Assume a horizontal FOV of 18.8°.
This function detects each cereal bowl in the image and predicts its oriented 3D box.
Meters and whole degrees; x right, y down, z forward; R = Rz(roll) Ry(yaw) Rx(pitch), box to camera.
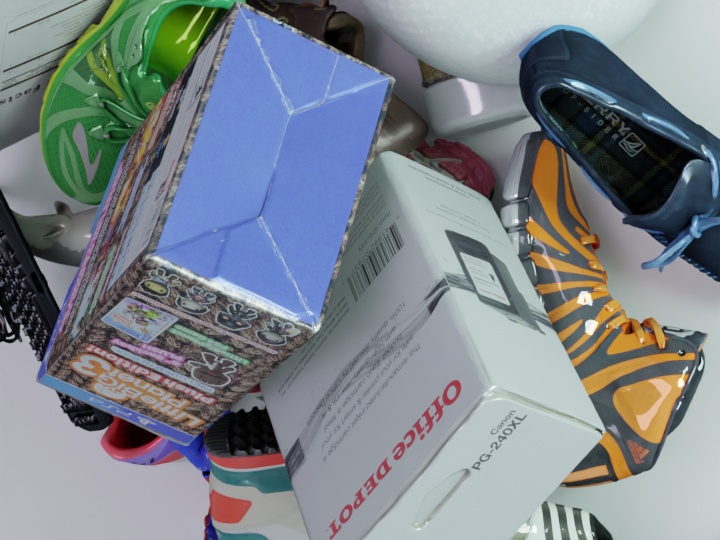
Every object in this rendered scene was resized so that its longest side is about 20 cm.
[{"bbox_3d":[0.080,-0.204,1.176,0.198,0.083,0.202,0,87,2],"label":"cereal bowl"}]

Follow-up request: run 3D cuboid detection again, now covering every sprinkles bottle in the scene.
[{"bbox_3d":[0.050,-0.180,1.251,0.068,0.068,0.202,-16,86,31],"label":"sprinkles bottle"}]

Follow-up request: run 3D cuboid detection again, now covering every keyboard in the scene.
[{"bbox_3d":[-0.222,0.015,1.368,0.201,0.039,0.104,65,161,-5],"label":"keyboard"}]

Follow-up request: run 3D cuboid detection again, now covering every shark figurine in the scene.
[{"bbox_3d":[-0.169,-0.023,1.399,0.213,0.090,0.129,-1,61,23],"label":"shark figurine"}]

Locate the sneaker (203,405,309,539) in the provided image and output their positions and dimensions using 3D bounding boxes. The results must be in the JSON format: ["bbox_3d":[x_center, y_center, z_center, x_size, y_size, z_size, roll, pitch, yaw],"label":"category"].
[{"bbox_3d":[0.007,0.131,1.274,0.198,0.070,0.094,-1,112,-8],"label":"sneaker"}]

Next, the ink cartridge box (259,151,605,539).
[{"bbox_3d":[0.027,0.059,1.154,0.145,0.083,0.201,-51,37,24],"label":"ink cartridge box"}]

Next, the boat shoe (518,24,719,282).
[{"bbox_3d":[0.156,-0.042,1.154,0.199,0.069,0.084,34,119,-11],"label":"boat shoe"}]

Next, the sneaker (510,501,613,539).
[{"bbox_3d":[0.087,0.202,1.260,0.114,0.076,0.201,11,138,-9],"label":"sneaker"}]

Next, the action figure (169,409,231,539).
[{"bbox_3d":[-0.090,0.117,1.312,0.065,0.099,0.201,-25,120,7],"label":"action figure"}]

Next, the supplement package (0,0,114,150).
[{"bbox_3d":[-0.208,-0.183,1.327,0.122,0.119,0.200,54,153,15],"label":"supplement package"}]

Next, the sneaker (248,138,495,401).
[{"bbox_3d":[0.000,0.000,1.299,0.200,0.075,0.081,-41,58,12],"label":"sneaker"}]

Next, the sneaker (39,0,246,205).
[{"bbox_3d":[-0.130,-0.111,1.288,0.200,0.074,0.084,-56,38,31],"label":"sneaker"}]

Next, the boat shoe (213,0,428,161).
[{"bbox_3d":[-0.027,-0.124,1.299,0.072,0.072,0.200,-37,48,-4],"label":"boat shoe"}]

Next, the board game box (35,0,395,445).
[{"bbox_3d":[-0.081,-0.020,1.178,0.200,0.096,0.160,-41,29,59],"label":"board game box"}]

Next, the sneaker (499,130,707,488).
[{"bbox_3d":[0.138,0.020,1.222,0.111,0.078,0.202,-4,86,15],"label":"sneaker"}]

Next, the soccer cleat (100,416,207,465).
[{"bbox_3d":[-0.096,0.039,1.357,0.068,0.073,0.201,39,113,22],"label":"soccer cleat"}]
